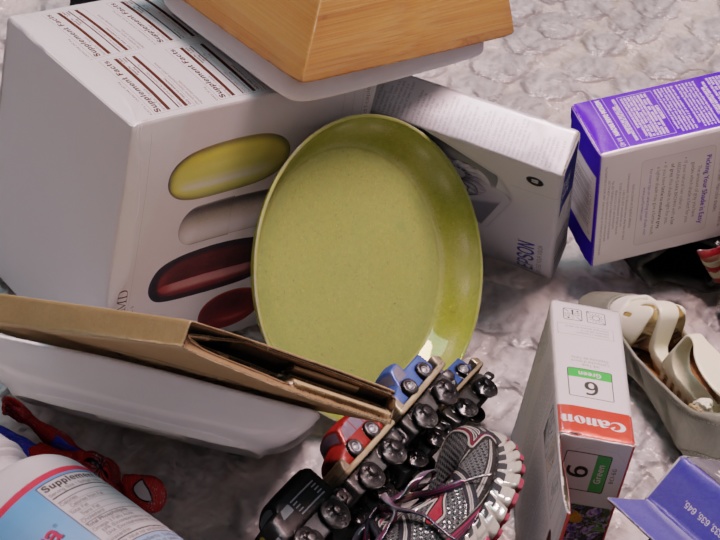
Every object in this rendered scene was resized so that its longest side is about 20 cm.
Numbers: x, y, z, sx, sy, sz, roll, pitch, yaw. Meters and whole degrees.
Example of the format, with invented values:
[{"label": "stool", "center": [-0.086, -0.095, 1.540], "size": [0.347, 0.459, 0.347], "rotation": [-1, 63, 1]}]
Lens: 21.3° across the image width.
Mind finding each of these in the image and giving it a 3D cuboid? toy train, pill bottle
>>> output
[{"label": "toy train", "center": [-0.001, 0.107, 1.122], "size": [0.046, 0.034, 0.200], "rotation": [41, 42, 6]}, {"label": "toy train", "center": [0.028, 0.109, 1.206], "size": [0.046, 0.034, 0.200], "rotation": [34, 39, 15]}, {"label": "pill bottle", "center": [-0.149, 0.166, 1.001], "size": [0.199, 0.110, 0.108], "rotation": [31, 38, 25]}]

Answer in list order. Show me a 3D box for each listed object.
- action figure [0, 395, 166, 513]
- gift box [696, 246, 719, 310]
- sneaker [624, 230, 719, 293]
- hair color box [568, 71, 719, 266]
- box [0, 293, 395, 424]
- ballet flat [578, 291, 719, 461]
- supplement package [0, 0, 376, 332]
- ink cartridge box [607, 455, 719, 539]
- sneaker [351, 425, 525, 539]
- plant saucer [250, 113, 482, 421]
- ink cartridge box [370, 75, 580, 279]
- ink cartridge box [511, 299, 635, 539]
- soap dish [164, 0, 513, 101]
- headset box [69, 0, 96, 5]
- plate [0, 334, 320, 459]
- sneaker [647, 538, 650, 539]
[{"label": "action figure", "center": [-0.209, 0.108, 1.123], "size": [0.198, 0.052, 0.066], "rotation": [17, 29, 2]}, {"label": "gift box", "center": [0.352, 0.005, 1.338], "size": [0.198, 0.186, 0.188], "rotation": [12, 35, -13]}, {"label": "sneaker", "center": [0.285, -0.016, 1.457], "size": [0.198, 0.075, 0.085], "rotation": [0, 41, -4]}, {"label": "hair color box", "center": [0.251, -0.082, 1.389], "size": [0.198, 0.110, 0.065], "rotation": [-12, 45, -11]}, {"label": "box", "center": [-0.103, 0.047, 1.066], "size": [0.199, 0.021, 0.163], "rotation": [7, -11, 45]}, {"label": "ballet flat", "center": [0.215, 0.058, 1.321], "size": [0.067, 0.064, 0.200], "rotation": [-4, 37, -24]}, {"label": "supplement package", "center": [-0.121, -0.068, 1.273], "size": [0.199, 0.193, 0.147], "rotation": [-17, 43, -38]}, {"label": "ink cartridge box", "center": [0.267, 0.181, 1.112], "size": [0.197, 0.047, 0.199], "rotation": [41, 15, 33]}, {"label": "sneaker", "center": [0.038, 0.149, 1.100], "size": [0.074, 0.081, 0.200], "rotation": [34, 35, -2]}, {"label": "plant saucer", "center": [0.000, 0.000, 1.248], "size": [0.199, 0.202, 0.031], "rotation": [-20, 13, -39]}, {"label": "ink cartridge box", "center": [0.054, -0.076, 1.359], "size": [0.198, 0.200, 0.041], "rotation": [21, 72, 12]}, {"label": "ink cartridge box", "center": [0.128, 0.121, 1.159], "size": [0.050, 0.110, 0.201], "rotation": [10, 34, -5]}, {"label": "soap dish", "center": [-0.015, -0.190, 1.243], "size": [0.199, 0.082, 0.157], "rotation": [-18, 45, -42]}, {"label": "headset box", "center": [-0.129, -0.194, 1.542], "size": [0.198, 0.093, 0.175], "rotation": [-5, 37, -24]}, {"label": "plate", "center": [-0.124, 0.078, 1.121], "size": [0.198, 0.033, 0.200], "rotation": [13, -8, -1]}, {"label": "sneaker", "center": [0.130, 0.211, 1.066], "size": [0.081, 0.078, 0.200], "rotation": [13, 32, 13]}]
